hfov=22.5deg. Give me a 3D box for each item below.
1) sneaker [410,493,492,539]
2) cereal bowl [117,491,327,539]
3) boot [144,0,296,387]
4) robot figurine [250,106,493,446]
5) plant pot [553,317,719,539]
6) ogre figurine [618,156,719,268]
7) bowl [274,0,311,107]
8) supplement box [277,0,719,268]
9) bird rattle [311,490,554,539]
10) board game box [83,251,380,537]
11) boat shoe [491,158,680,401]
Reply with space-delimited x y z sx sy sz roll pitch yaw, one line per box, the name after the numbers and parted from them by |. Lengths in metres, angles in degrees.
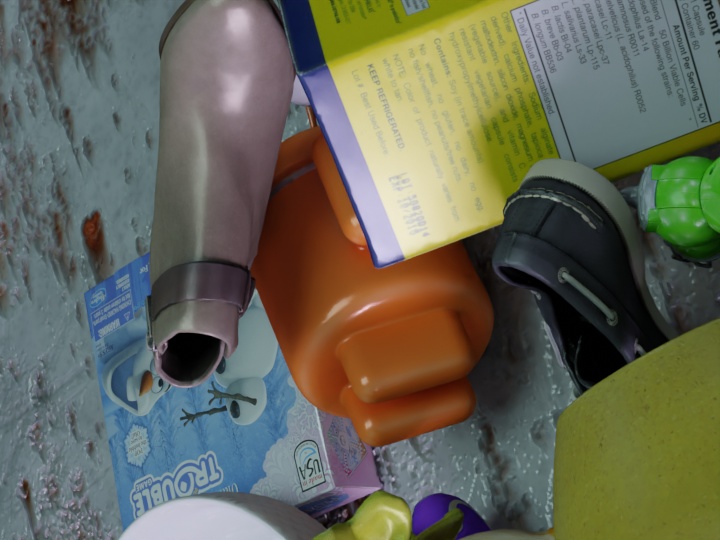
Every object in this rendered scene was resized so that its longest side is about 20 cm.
0.101 0.181 0.910 0.100 0.070 0.200 -45 58 24 | sneaker
-0.059 0.222 1.040 0.200 0.083 0.200 3 94 37 | cereal bowl
-0.074 -0.033 0.910 0.200 0.070 0.146 101 174 -63 | boot
0.000 0.001 0.994 0.117 0.144 0.200 -41 48 21 | robot figurine
0.157 0.100 0.741 0.200 0.200 0.142 -39 71 36 | plant pot
0.201 -0.030 0.792 0.200 0.120 0.098 23 101 46 | ogre figurine
0.014 -0.146 0.995 0.201 0.201 0.090 13 138 46 | bowl
0.076 -0.101 0.850 0.200 0.109 0.110 -20 29 3 | supplement box
0.053 0.197 0.843 0.163 0.113 0.200 -20 72 15 | bird rattle
-0.087 0.070 1.131 0.200 0.043 0.199 -30 65 40 | board game box
0.108 0.041 0.836 0.073 0.200 0.063 8 49 38 | boat shoe
